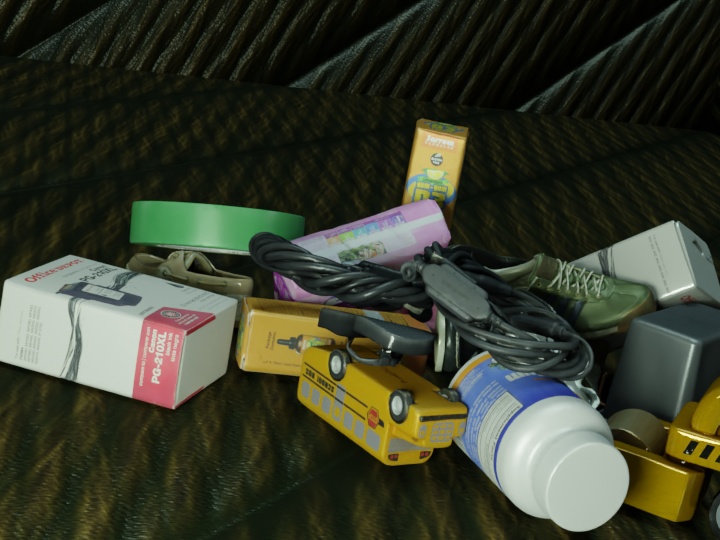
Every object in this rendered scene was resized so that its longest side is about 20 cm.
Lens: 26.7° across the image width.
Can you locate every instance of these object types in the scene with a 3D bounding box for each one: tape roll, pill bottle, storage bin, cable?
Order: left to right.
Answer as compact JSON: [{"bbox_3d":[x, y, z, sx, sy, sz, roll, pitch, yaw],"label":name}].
[{"bbox_3d":[-0.164,-0.046,1.734,0.198,0.049,0.200,4,-1,0],"label":"tape roll"},{"bbox_3d":[-0.024,0.010,1.506,0.198,0.051,0.163,18,3,11],"label":"cable"},{"bbox_3d":[0.133,0.043,1.427,0.199,0.051,0.163,34,12,17],"label":"cable"},{"bbox_3d":[0.161,0.154,1.372,0.111,0.114,0.200,4,15,-22],"label":"pill bottle"},{"bbox_3d":[0.333,0.112,1.614,0.144,0.136,0.199,20,16,32],"label":"storage bin"}]

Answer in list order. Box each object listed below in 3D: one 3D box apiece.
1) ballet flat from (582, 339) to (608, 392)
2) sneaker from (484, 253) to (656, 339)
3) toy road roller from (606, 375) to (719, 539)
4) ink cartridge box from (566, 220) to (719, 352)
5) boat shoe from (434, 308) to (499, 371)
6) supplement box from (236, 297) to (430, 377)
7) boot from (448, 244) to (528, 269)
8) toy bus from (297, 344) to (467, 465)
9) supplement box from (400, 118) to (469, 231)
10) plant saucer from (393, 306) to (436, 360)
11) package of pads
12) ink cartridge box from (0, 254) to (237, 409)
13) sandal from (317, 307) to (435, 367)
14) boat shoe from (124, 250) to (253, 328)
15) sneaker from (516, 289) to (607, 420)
[{"bbox_3d":[0.215,0.120,1.659,0.198,0.068,0.072,-2,39,-40],"label":"ballet flat"},{"bbox_3d":[0.213,0.023,1.641,0.198,0.091,0.067,-7,35,24],"label":"sneaker"},{"bbox_3d":[0.318,0.154,1.414,0.198,0.148,0.123,16,15,19],"label":"toy road roller"},{"bbox_3d":[0.302,0.029,1.741,0.198,0.085,0.145,-23,-20,22],"label":"ink cartridge box"},{"bbox_3d":[0.109,0.066,1.499,0.065,0.076,0.199,5,-5,8],"label":"boat shoe"},{"bbox_3d":[-0.030,0.075,1.602,0.197,0.067,0.069,7,14,-15],"label":"supplement box"},{"bbox_3d":[0.148,0.011,1.987,0.202,0.074,0.153,21,-8,-32],"label":"boot"},{"bbox_3d":[0.018,0.126,1.446,0.064,0.079,0.199,1,17,-35],"label":"toy bus"},{"bbox_3d":[0.080,-0.074,1.804,0.066,0.203,0.069,11,14,4],"label":"supplement box"},{"bbox_3d":[0.118,0.069,1.795,0.198,0.051,0.201,10,14,-3],"label":"plant saucer"},{"bbox_3d":[0.000,0.000,1.700,0.198,0.121,0.076,-19,60,-16],"label":"package of pads"},{"bbox_3d":[-0.242,0.057,1.511,0.198,0.085,0.145,14,14,13],"label":"ink cartridge box"},{"bbox_3d":[0.015,0.068,1.433,0.075,0.043,0.200,13,-2,-17],"label":"sandal"},{"bbox_3d":[-0.198,0.007,1.773,0.199,0.066,0.072,23,19,39],"label":"boat shoe"},{"bbox_3d":[0.174,0.101,1.558,0.087,0.075,0.201,-8,49,-23],"label":"sneaker"}]
